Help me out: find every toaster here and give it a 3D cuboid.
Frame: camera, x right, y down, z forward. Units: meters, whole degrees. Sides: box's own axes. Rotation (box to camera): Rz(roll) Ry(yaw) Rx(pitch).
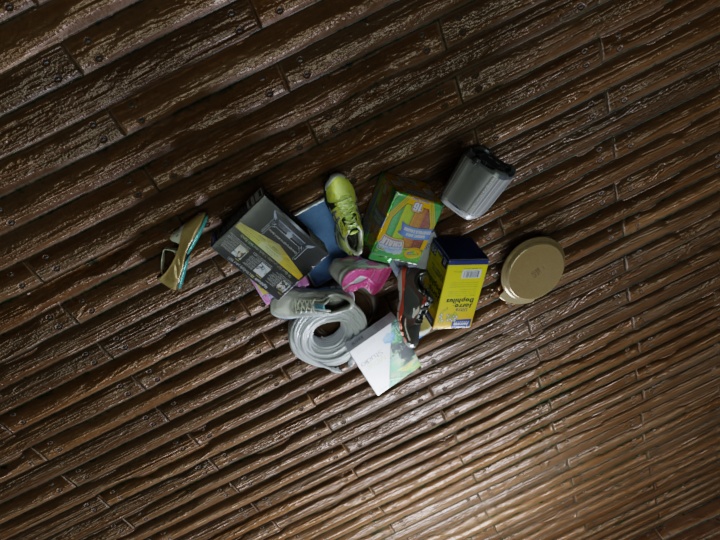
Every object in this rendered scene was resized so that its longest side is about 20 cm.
[{"bbox_3d":[0.257,-0.193,1.190,0.113,0.200,0.130,38,117,12],"label":"toaster"}]

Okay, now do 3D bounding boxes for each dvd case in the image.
[{"bbox_3d":[0.163,0.000,1.375,0.142,0.018,0.201,-30,124,4],"label":"dvd case"}]

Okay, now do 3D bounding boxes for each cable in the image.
[{"bbox_3d":[-0.080,0.147,1.330,0.199,0.069,0.201,20,112,-25],"label":"cable"}]

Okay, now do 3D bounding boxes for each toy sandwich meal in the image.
[{"bbox_3d":[0.448,-0.004,1.430,0.203,0.070,0.207,-6,117,-12],"label":"toy sandwich meal"}]

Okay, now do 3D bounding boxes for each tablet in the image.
[{"bbox_3d":[-0.090,-0.065,1.259,0.129,0.014,0.201,-29,125,-5],"label":"tablet"}]

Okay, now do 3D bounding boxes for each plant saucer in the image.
[{"bbox_3d":[-0.046,0.100,1.369,0.198,0.032,0.202,-7,121,-11],"label":"plant saucer"}]

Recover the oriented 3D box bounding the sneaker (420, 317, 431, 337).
[{"bbox_3d":[0.092,0.190,1.440,0.198,0.077,0.112,-16,137,-20],"label":"sneaker"}]

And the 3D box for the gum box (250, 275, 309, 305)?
[{"bbox_3d":[-0.205,-0.025,1.223,0.113,0.066,0.201,-26,124,-1],"label":"gum box"}]

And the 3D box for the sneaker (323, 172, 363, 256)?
[{"bbox_3d":[-0.026,-0.123,1.201,0.075,0.076,0.201,-26,124,-15],"label":"sneaker"}]

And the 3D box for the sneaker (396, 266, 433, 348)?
[{"bbox_3d":[0.136,0.088,1.309,0.081,0.077,0.202,-3,91,22],"label":"sneaker"}]

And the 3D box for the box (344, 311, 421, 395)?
[{"bbox_3d":[0.060,0.215,1.364,0.144,0.036,0.201,-34,130,-6],"label":"box"}]

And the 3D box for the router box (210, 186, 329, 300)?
[{"bbox_3d":[-0.190,-0.053,1.139,0.157,0.052,0.200,-41,123,9],"label":"router box"}]

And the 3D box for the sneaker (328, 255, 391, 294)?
[{"bbox_3d":[0.000,0.000,1.280,0.199,0.088,0.082,10,116,-56],"label":"sneaker"}]

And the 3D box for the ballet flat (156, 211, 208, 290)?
[{"bbox_3d":[-0.390,-0.046,1.160,0.063,0.069,0.201,23,111,-12],"label":"ballet flat"}]

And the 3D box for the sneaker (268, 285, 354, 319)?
[{"bbox_3d":[-0.106,0.072,1.206,0.198,0.087,0.076,-8,98,-8],"label":"sneaker"}]

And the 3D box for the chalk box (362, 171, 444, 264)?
[{"bbox_3d":[0.081,-0.100,1.226,0.123,0.124,0.201,11,117,-21],"label":"chalk box"}]

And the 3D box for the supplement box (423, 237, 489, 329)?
[{"bbox_3d":[0.227,0.032,1.336,0.108,0.109,0.201,-1,121,-16],"label":"supplement box"}]
